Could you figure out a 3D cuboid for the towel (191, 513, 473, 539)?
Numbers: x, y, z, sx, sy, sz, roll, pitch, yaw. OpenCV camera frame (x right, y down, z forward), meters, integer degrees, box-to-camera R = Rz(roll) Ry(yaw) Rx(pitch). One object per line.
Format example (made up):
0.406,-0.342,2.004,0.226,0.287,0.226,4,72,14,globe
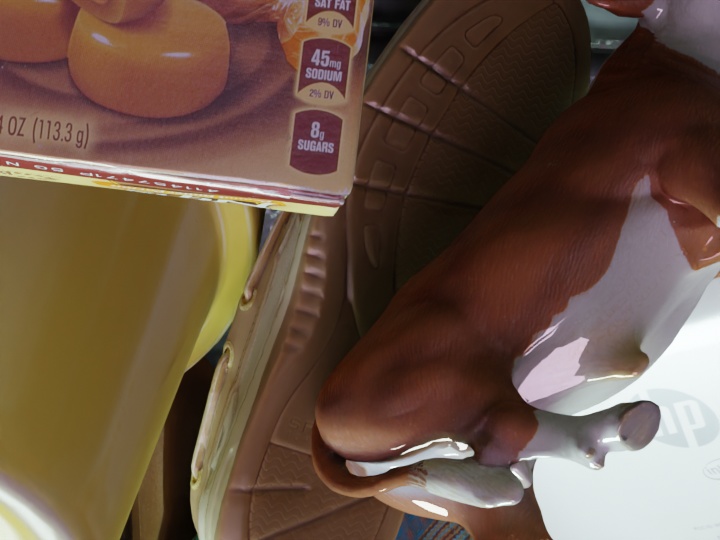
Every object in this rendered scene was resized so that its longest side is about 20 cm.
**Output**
0.012,0.135,0.951,0.022,0.147,0.200,0,129,39,towel

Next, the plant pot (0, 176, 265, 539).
-0.130,0.010,0.815,0.200,0.189,0.201,2,138,2,plant pot

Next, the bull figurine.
0.073,-0.005,0.770,0.200,0.121,0.065,-50,133,-5,bull figurine

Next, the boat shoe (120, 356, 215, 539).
-0.084,0.122,0.907,0.070,0.200,0.070,-7,150,18,boat shoe

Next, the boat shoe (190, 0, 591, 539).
0.000,0.000,0.832,0.074,0.200,0.069,27,176,-23,boat shoe

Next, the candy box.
-0.049,-0.119,0.664,0.115,0.200,0.055,7,177,-4,candy box

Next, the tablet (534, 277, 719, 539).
0.108,0.052,0.863,0.200,0.014,0.130,-18,129,40,tablet
